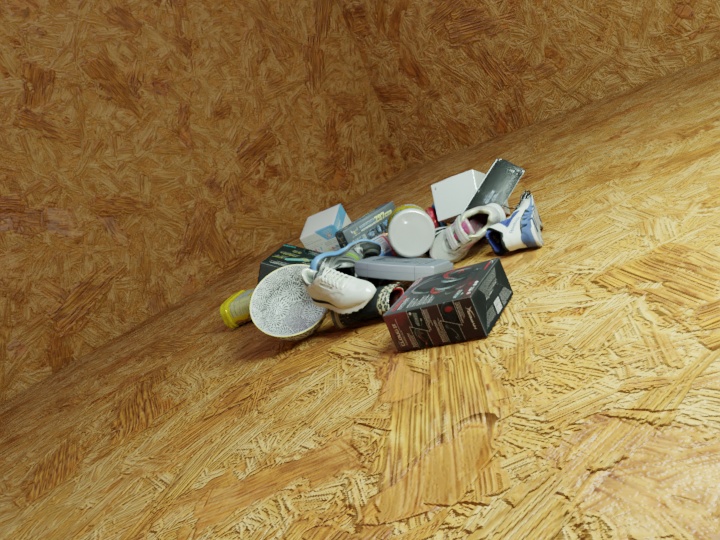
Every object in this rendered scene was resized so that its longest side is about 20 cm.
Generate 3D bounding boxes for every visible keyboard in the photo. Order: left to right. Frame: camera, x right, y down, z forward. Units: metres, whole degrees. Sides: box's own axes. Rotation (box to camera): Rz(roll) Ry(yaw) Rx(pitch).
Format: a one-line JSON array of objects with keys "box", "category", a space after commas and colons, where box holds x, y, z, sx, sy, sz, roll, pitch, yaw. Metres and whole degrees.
[{"box": [0.326, -0.158, 1.363, 0.202, 0.126, 0.021, -56, -21, -3], "category": "keyboard"}]

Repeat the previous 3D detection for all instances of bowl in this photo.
[{"box": [-0.153, 0.093, 1.370, 0.197, 0.095, 0.204, -7, 52, 9], "category": "bowl"}]

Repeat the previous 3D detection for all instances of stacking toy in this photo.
[{"box": [0.135, -0.100, 1.554, 0.196, 0.112, 0.116, -15, 11, 1], "category": "stacking toy"}]

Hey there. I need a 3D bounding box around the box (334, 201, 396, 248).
[{"box": [0.042, -0.079, 1.615, 0.199, 0.160, 0.051, -34, 15, -31], "category": "box"}]

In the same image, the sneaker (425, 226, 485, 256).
[{"box": [0.243, -0.073, 1.410, 0.198, 0.074, 0.112, -21, 21, 38], "category": "sneaker"}]

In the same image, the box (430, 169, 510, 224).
[{"box": [0.289, -0.182, 1.501, 0.123, 0.099, 0.198, -17, -11, 35], "category": "box"}]

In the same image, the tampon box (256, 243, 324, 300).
[{"box": [-0.173, 0.028, 1.532, 0.147, 0.129, 0.200, 14, 19, 7], "category": "tampon box"}]

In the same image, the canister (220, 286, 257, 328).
[{"box": [-0.319, 0.097, 1.806, 0.197, 0.088, 0.149, -19, 14, 24], "category": "canister"}]

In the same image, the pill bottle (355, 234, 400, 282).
[{"box": [0.000, 0.000, 1.479, 0.198, 0.114, 0.112, -29, 12, -14], "category": "pill bottle"}]

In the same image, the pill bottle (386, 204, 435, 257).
[{"box": [0.119, -0.102, 1.408, 0.111, 0.114, 0.200, -24, 10, 7], "category": "pill bottle"}]

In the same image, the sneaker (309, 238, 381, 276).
[{"box": [-0.028, -0.014, 1.365, 0.198, 0.083, 0.071, -23, -26, -35], "category": "sneaker"}]

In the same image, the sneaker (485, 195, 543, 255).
[{"box": [0.331, -0.095, 1.257, 0.113, 0.082, 0.200, -18, 16, 24], "category": "sneaker"}]

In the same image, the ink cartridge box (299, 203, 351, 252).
[{"box": [-0.077, -0.077, 1.810, 0.127, 0.201, 0.126, -20, 30, 23], "category": "ink cartridge box"}]

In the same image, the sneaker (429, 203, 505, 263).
[{"box": [0.233, -0.087, 1.316, 0.199, 0.082, 0.088, -40, -18, 16], "category": "sneaker"}]

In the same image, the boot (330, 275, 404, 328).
[{"box": [0.040, 0.055, 1.274, 0.152, 0.075, 0.204, -13, 19, 33], "category": "boot"}]

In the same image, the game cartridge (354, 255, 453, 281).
[{"box": [0.093, -0.005, 1.292, 0.197, 0.042, 0.133, 4, 14, 31], "category": "game cartridge"}]

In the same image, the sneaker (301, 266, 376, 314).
[{"box": [-0.051, 0.035, 1.214, 0.198, 0.081, 0.076, 0, 35, 45], "category": "sneaker"}]

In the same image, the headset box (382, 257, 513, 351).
[{"box": [0.143, 0.062, 1.000, 0.198, 0.076, 0.148, -16, 16, 39], "category": "headset box"}]
